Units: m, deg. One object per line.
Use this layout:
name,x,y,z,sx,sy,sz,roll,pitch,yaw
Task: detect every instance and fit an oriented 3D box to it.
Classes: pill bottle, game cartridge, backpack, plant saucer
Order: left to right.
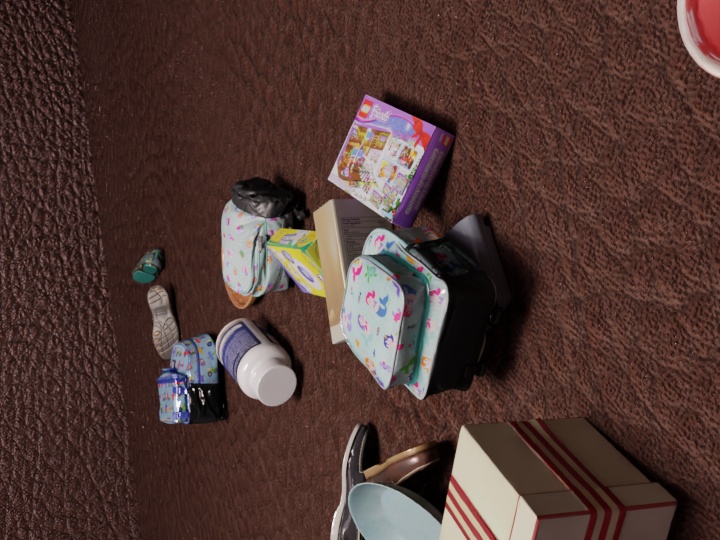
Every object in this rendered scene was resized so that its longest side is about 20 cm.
backpack,-0.401,0.253,2.033,0.182,0.132,0.205,-5,86,61
plant saucer,-0.240,-0.023,1.793,0.199,0.037,0.205,12,104,60
pill bottle,-0.198,0.179,1.661,0.199,0.109,0.113,36,124,56
backpack,-0.187,-0.055,1.596,0.166,0.124,0.204,34,126,52
backpack,0.060,0.043,1.063,0.200,0.148,0.181,-128,41,-53
plant saucer,0.072,0.357,1.190,0.199,0.039,0.203,27,140,25
game cartridge,0.119,0.031,1.126,0.200,0.041,0.136,-46,50,54

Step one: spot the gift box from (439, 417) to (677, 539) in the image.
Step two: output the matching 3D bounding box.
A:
gift box,0.198,0.279,0.870,0.187,0.181,0.204,-134,43,-62

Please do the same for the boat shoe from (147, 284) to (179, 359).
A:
boat shoe,-0.527,0.137,2.335,0.073,0.073,0.205,-128,32,-85

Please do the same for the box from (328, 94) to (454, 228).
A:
box,0.038,-0.155,1.205,0.200,0.039,0.139,39,107,54

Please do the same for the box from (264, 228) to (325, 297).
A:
box,-0.071,-0.009,1.405,0.118,0.048,0.199,51,159,-21

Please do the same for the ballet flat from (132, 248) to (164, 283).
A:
ballet flat,-0.599,-0.016,2.455,0.199,0.073,0.076,-24,72,58

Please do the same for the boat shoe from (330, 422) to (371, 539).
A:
boat shoe,0.000,0.345,1.362,0.059,0.074,0.204,9,85,20

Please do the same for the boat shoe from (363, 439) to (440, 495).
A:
boat shoe,0.065,0.295,1.230,0.200,0.069,0.072,127,128,-60

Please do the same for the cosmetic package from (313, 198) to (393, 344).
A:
cosmetic package,0.000,0.000,1.275,0.071,0.103,0.204,-26,69,58

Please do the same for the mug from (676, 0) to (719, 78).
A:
mug,0.322,-0.160,0.546,0.179,0.196,0.135,63,143,36
